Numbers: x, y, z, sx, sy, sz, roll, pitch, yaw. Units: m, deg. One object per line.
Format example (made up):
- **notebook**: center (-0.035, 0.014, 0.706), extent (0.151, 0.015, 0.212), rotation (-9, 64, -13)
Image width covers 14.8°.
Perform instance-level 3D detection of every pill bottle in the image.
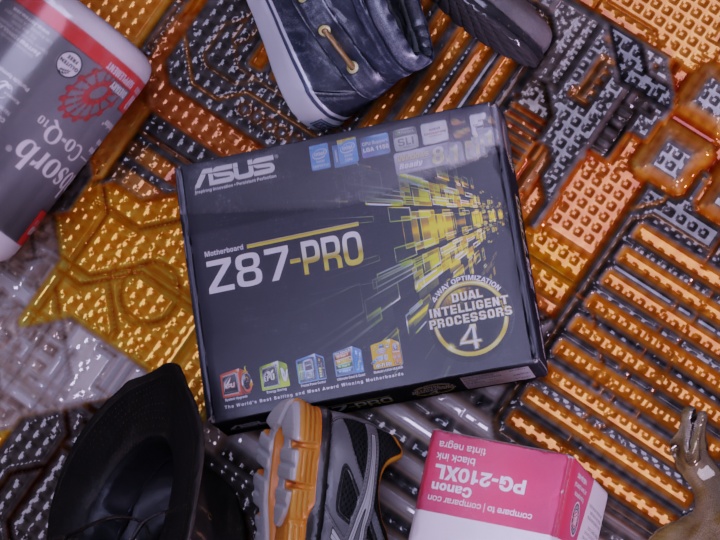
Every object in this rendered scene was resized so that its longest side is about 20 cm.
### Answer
- **pill bottle**: center (-0.226, -0.077, 1.656), extent (0.116, 0.116, 0.200), rotation (36, 87, 16)

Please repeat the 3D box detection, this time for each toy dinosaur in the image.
- **toy dinosaur**: center (0.203, 0.179, 1.558), extent (0.101, 0.058, 0.200), rotation (0, 70, 26)

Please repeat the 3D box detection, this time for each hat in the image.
- **hat**: center (-0.112, 0.156, 1.591), extent (0.081, 0.201, 0.201), rotation (23, 81, -25)

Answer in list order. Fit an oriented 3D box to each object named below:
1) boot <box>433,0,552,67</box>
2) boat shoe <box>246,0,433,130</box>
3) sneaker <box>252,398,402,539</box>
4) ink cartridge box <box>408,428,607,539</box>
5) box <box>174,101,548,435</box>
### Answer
- **boot**: center (0.075, -0.228, 1.657), extent (0.132, 0.070, 0.200), rotation (-42, 78, -5)
- **boat shoe**: center (-0.027, -0.190, 1.655), extent (0.091, 0.071, 0.200), rotation (-29, 81, 26)
- **sneaker**: center (-0.021, 0.176, 1.585), extent (0.077, 0.078, 0.200), rotation (7, 93, -25)
- **ink cartridge box**: center (0.069, 0.201, 1.522), extent (0.084, 0.145, 0.200), rotation (10, 80, 15)
- **box**: center (0.000, 0.000, 1.630), extent (0.200, 0.049, 0.161), rotation (-10, 74, 10)
